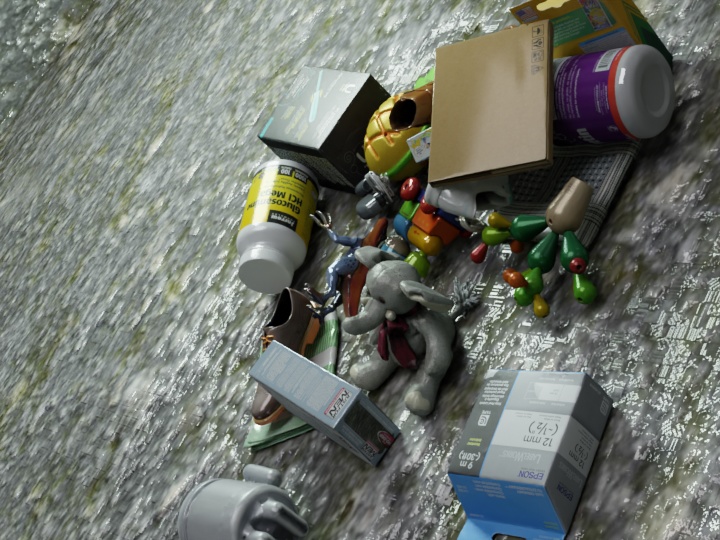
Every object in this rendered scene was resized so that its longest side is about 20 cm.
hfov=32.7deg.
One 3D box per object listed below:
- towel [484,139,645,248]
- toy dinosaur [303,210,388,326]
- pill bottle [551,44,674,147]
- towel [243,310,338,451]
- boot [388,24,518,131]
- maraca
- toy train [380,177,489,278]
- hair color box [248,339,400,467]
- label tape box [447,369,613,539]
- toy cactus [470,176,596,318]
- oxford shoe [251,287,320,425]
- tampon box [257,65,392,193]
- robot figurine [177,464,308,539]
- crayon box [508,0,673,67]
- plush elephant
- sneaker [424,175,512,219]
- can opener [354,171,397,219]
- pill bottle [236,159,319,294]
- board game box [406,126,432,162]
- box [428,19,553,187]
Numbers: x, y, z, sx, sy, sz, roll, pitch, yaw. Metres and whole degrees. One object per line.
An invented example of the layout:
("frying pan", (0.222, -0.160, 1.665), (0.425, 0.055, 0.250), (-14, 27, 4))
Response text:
("towel", (0.258, -0.118, 1.588), (0.199, 0.034, 0.194), (8, 63, 53))
("toy dinosaur", (0.000, 0.000, 1.729), (0.181, 0.106, 0.199), (-40, 50, -21))
("pill bottle", (0.286, -0.215, 1.540), (0.199, 0.112, 0.113), (-1, 55, 47))
("towel", (-0.096, 0.151, 1.738), (0.152, 0.023, 0.202), (-25, 40, 31))
("boot", (0.132, -0.258, 1.680), (0.154, 0.077, 0.200), (-18, -9, -29))
("maraca", (0.075, -0.221, 1.832), (0.201, 0.107, 0.137), (-59, 27, -4))
("toy train", (0.099, -0.040, 1.648), (0.116, 0.084, 0.200), (-58, 27, 5))
("hair color box", (-0.049, 0.168, 1.576), (0.061, 0.099, 0.199), (-52, 39, -11))
("label tape box", (0.172, 0.208, 1.328), (0.142, 0.066, 0.201), (-2, 53, 48))
("toy cactus", (0.220, -0.037, 1.479), (0.166, 0.102, 0.200), (-61, 32, 5))
("oxford shoe", (-0.119, 0.118, 1.712), (0.071, 0.073, 0.202), (-11, 50, 40))
("tampon box", (-0.040, -0.225, 1.959), (0.151, 0.126, 0.199), (-56, 34, -10))
("robot figurine", (-0.155, 0.323, 1.548), (0.199, 0.113, 0.171), (-5, 48, 47))
("crayon box", (0.298, -0.305, 1.578), (0.125, 0.200, 0.052), (-14, 45, 40))
("plush elephant", (0.048, 0.058, 1.541), (0.201, 0.155, 0.164), (-52, 33, -5))
("sneaker", (0.171, -0.120, 1.610), (0.088, 0.076, 0.200), (31, 47, 22))
("can opener", (0.013, -0.110, 1.761), (0.066, 0.053, 0.200), (-37, 4, -1))
("pill bottle", (-0.132, -0.067, 1.919), (0.112, 0.112, 0.202), (-23, 41, 34))
("board game box", (0.164, -0.204, 1.677), (0.134, 0.035, 0.200), (-26, 0, 32))
("box", (0.163, -0.209, 1.537), (0.162, 0.021, 0.202), (-9, 63, 29))
